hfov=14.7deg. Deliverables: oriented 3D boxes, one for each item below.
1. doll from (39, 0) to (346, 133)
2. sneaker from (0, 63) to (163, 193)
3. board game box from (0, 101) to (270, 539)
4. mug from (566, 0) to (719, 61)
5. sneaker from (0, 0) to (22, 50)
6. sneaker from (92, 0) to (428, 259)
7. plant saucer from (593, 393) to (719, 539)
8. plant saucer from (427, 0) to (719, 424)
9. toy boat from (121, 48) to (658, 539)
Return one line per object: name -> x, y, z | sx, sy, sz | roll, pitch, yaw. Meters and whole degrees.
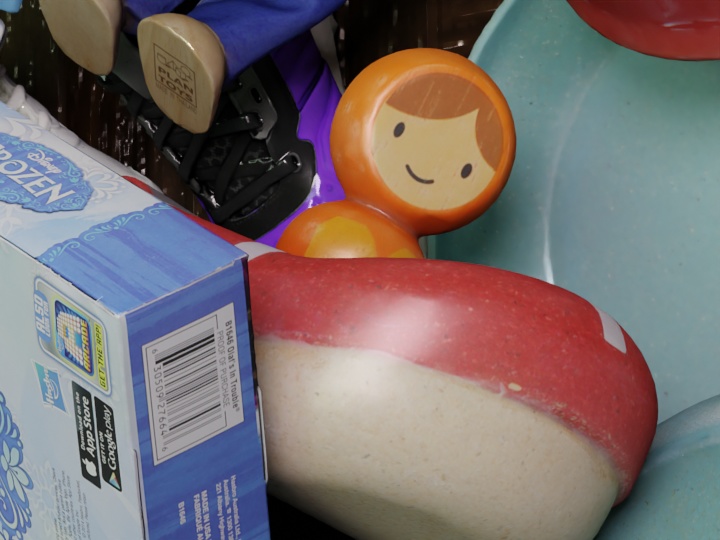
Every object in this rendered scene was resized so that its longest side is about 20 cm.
doll -> 0.000, -0.123, 0.838 | 0.136, 0.049, 0.200 | 30, 62, 26
sneaker -> -0.141, -0.048, 0.907 | 0.200, 0.078, 0.100 | 21, 128, 36
board game box -> -0.096, 0.051, 0.742 | 0.199, 0.043, 0.200 | 30, 134, 42
mug -> 0.046, -0.166, 0.707 | 0.177, 0.200, 0.134 | 18, 72, 41
sneaker -> -0.125, -0.130, 0.818 | 0.075, 0.087, 0.200 | 36, 104, 35
sneaker -> -0.046, -0.053, 0.880 | 0.069, 0.099, 0.201 | -31, 65, 29
plant saucer -> 0.098, 0.118, 0.717 | 0.200, 0.027, 0.201 | -22, 56, 37
plant saucer -> 0.109, -0.009, 0.788 | 0.200, 0.036, 0.201 | 2, 94, 36
toy boat -> 0.000, 0.000, 0.762 | 0.200, 0.130, 0.131 | 22, 82, 47
